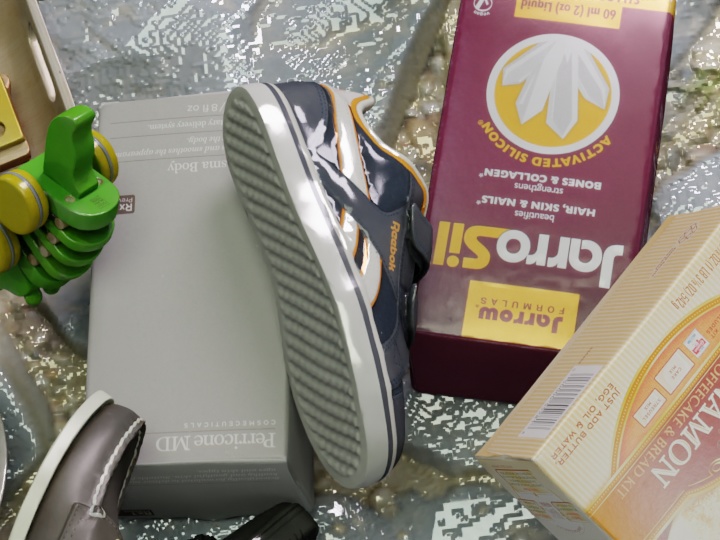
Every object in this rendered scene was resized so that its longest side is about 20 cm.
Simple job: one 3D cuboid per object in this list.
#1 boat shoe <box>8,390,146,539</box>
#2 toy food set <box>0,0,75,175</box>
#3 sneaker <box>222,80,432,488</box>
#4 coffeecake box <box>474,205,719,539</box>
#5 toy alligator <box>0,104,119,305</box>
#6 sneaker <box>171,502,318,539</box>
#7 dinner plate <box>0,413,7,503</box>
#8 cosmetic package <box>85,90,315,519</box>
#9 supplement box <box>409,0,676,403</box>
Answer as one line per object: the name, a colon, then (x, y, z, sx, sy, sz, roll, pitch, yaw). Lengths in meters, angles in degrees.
boat shoe: (-0.133, 0.148, 1.035, 0.060, 0.072, 0.202, 17, 61, 10)
toy food set: (-0.254, -0.080, 1.237, 0.199, 0.060, 0.144, -22, 67, -4)
sneaker: (0.000, 0.000, 1.096, 0.079, 0.078, 0.201, -8, 73, -27)
coffeecake box: (0.179, 0.095, 1.071, 0.200, 0.073, 0.154, 44, 75, -12)
toy alligator: (-0.159, -0.010, 1.145, 0.059, 0.200, 0.054, -34, 81, -40)
sneaker: (-0.125, 0.153, 1.128, 0.199, 0.060, 0.104, -40, 73, -6)
dinner plate: (-0.265, 0.118, 1.155, 0.199, 0.024, 0.201, -10, 52, 13)
cosmetic package: (-0.078, 0.019, 1.165, 0.106, 0.090, 0.201, -5, 64, 6)
supplement box: (0.092, -0.039, 1.174, 0.109, 0.086, 0.201, 7, 69, 8)
